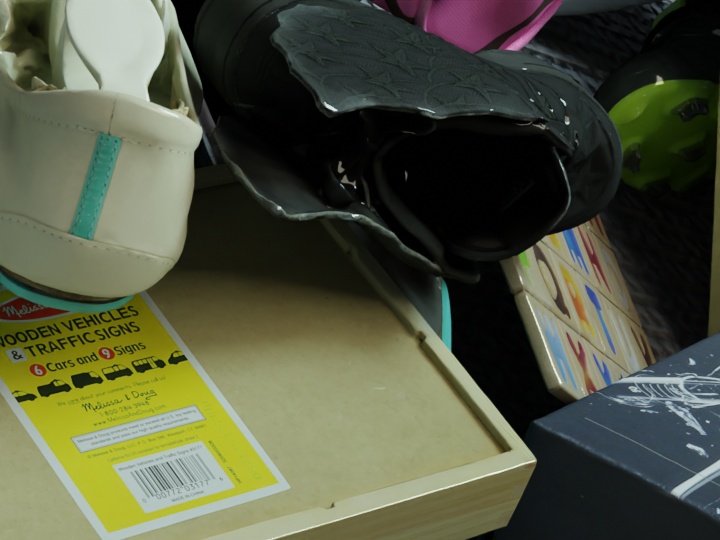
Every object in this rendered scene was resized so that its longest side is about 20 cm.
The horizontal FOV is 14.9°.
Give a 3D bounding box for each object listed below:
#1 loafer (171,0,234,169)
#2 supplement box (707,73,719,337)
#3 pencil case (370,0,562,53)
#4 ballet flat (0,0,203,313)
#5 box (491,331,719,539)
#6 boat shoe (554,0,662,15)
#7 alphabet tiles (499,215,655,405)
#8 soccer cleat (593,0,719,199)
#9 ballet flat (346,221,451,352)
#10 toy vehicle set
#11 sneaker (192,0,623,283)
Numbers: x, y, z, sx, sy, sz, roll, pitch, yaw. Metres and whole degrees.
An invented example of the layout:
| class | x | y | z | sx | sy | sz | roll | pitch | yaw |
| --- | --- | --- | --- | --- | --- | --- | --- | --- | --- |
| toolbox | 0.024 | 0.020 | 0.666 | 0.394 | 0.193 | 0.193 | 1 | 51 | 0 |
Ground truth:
| class | x | y | z | sx | sy | sz | roll | pitch | yaw |
| --- | --- | --- | --- | --- | --- | --- | --- | --- | --- |
| loafer | -0.055 | -0.078 | 0.856 | 0.072 | 0.063 | 0.201 | 23 | 47 | -42 |
| supplement box | 0.238 | -0.065 | 1.065 | 0.200 | 0.134 | 0.201 | -34 | 130 | -50 |
| pencil case | -0.016 | -0.151 | 0.852 | 0.200 | 0.091 | 0.094 | 44 | 9 | 18 |
| ballet flat | -0.071 | -0.057 | 0.729 | 0.069 | 0.069 | 0.200 | 41 | 12 | -24 |
| box | 0.163 | 0.113 | 0.864 | 0.199 | 0.105 | 0.182 | 26 | 24 | 25 |
| boat shoe | 0.098 | -0.158 | 1.093 | 0.201 | 0.075 | 0.086 | -6 | 48 | -28 |
| alphabet tiles | 0.066 | -0.015 | 0.949 | 0.200 | 0.008 | 0.168 | 34 | 34 | -66 |
| soccer cleat | 0.135 | -0.075 | 1.112 | 0.081 | 0.067 | 0.200 | 58 | 25 | 17 |
| ballet flat | 0.000 | 0.000 | 0.852 | 0.068 | 0.068 | 0.200 | 24 | 20 | -3 |
| toy vehicle set | -0.067 | 0.035 | 0.691 | 0.199 | 0.027 | 0.124 | -12 | 51 | -37 |
| sneaker | 0.025 | -0.029 | 0.752 | 0.199 | 0.060 | 0.104 | 21 | 17 | -44 |
